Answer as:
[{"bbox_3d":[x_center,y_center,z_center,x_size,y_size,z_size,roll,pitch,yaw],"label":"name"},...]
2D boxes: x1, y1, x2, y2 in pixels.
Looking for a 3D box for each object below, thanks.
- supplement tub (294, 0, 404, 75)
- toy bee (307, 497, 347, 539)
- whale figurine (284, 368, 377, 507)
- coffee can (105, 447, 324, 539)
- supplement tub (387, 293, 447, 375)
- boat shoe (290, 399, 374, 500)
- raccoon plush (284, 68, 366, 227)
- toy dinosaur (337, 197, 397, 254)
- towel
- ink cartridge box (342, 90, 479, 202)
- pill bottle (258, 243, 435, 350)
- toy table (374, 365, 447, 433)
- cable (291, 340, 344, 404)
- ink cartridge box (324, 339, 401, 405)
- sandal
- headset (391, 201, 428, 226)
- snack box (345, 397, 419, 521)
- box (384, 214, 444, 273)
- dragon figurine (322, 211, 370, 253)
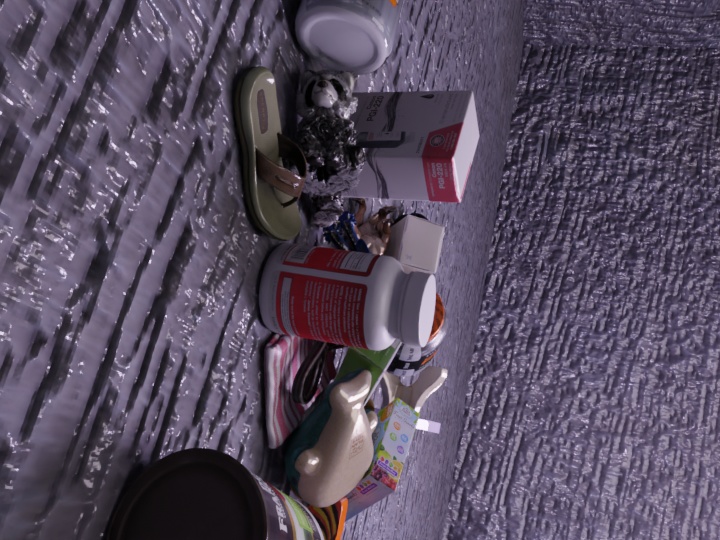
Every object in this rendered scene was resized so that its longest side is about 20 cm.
[{"bbox_3d":[-0.001,-0.357,0.790,0.123,0.120,0.203,58,42,-63],"label":"supplement tub"},{"bbox_3d":[-0.074,0.419,0.905,0.132,0.107,0.203,70,22,-57],"label":"toy bee"},{"bbox_3d":[-0.043,0.218,0.875,0.158,0.103,0.203,-20,129,-46],"label":"whale figurine"},{"bbox_3d":[-0.125,0.268,0.611,0.201,0.144,0.148,68,34,-58],"label":"coffee can"},{"bbox_3d":[0.079,0.098,1.079,0.200,0.120,0.125,94,9,-70],"label":"supplement tub"},{"bbox_3d":[-0.044,0.279,0.996,0.200,0.070,0.070,-48,172,-41],"label":"boat shoe"},{"bbox_3d":[-0.055,-0.161,0.825,0.200,0.095,0.136,127,-34,-61],"label":"raccoon plush"},{"bbox_3d":[0.007,-0.032,1.024,0.201,0.084,0.138,-77,174,-59],"label":"toy dinosaur"},{"bbox_3d":[-0.079,0.129,0.890,0.200,0.029,0.149,-46,140,-62],"label":"towel"},{"bbox_3d":[0.055,-0.178,0.908,0.085,0.197,0.147,69,33,-46],"label":"ink cartridge box"},{"bbox_3d":[-0.013,0.033,0.779,0.112,0.196,0.115,8,90,-72],"label":"pill bottle"},{"bbox_3d":[0.082,0.234,1.224,0.199,0.182,0.119,28,71,-48],"label":"toy table"},{"bbox_3d":[-0.036,0.095,0.885,0.201,0.049,0.099,-59,156,-54],"label":"cable"},{"bbox_3d":[0.008,0.141,0.950,0.104,0.059,0.201,-53,171,-38],"label":"ink cartridge box"},{"bbox_3d":[-0.091,-0.118,0.706,0.080,0.056,0.204,-62,153,-48],"label":"sandal"},{"bbox_3d":[0.118,-0.079,1.320,0.123,0.093,0.203,-20,127,-71],"label":"headset"},{"bbox_3d":[0.005,0.307,1.018,0.200,0.053,0.143,-48,-168,43],"label":"snack box"},{"bbox_3d":[0.069,-0.026,1.081,0.200,0.067,0.084,154,-50,-73],"label":"box"},{"bbox_3d":[0.000,0.000,0.873,0.100,0.058,0.201,47,14,-38],"label":"dragon figurine"}]
